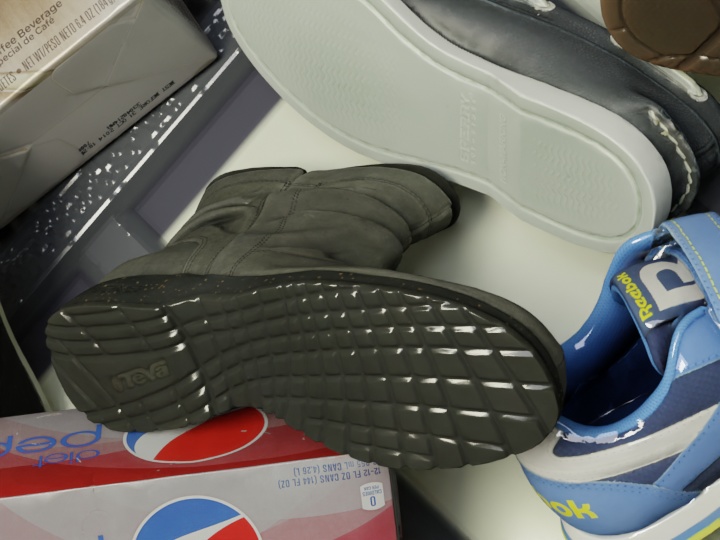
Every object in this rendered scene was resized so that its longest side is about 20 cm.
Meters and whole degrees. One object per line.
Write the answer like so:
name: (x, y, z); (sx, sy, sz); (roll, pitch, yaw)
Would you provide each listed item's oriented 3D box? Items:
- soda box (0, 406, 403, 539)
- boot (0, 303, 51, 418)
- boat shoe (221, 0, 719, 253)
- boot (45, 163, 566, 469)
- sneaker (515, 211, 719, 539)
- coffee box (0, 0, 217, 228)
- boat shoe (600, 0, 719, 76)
soda box: (-0.086, 0.087, 0.953); (0.199, 0.070, 0.064); (-7, 112, 0)
boot: (-0.204, 0.011, 1.006); (0.144, 0.201, 0.072); (0, 33, 22)
boat shoe: (0.038, -0.071, 0.992); (0.200, 0.076, 0.060); (33, 48, 24)
boot: (0.000, 0.000, 0.941); (0.199, 0.131, 0.068); (4, 122, 33)
sneaker: (0.132, 0.015, 0.914); (0.200, 0.082, 0.074); (-39, 32, 6)
coffee box: (-0.159, -0.133, 1.067); (0.114, 0.080, 0.200); (-38, 68, 7)
boat shoe: (0.184, -0.101, 0.940); (0.199, 0.072, 0.076); (13, 41, 7)
